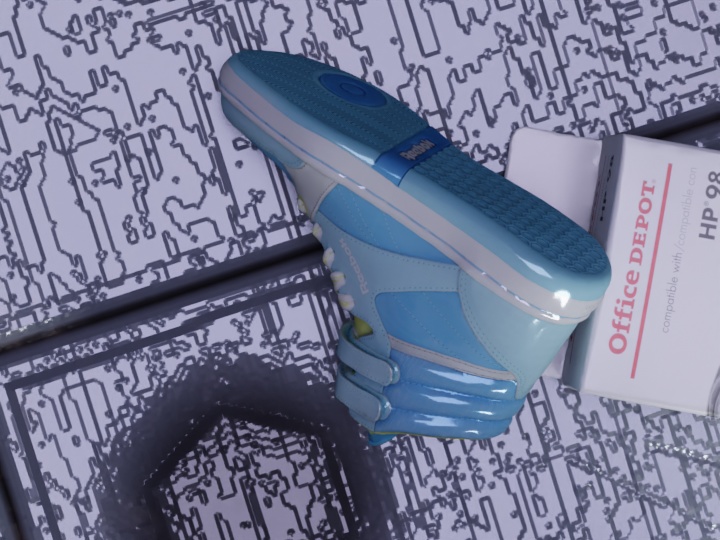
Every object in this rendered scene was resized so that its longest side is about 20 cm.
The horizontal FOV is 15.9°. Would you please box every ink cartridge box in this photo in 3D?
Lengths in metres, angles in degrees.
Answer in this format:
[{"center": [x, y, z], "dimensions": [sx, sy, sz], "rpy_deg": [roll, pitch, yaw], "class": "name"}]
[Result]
[{"center": [0.158, 0.007, 1.137], "dimensions": [0.198, 0.067, 0.117], "rpy_deg": [10, 91, -4], "class": "ink cartridge box"}]

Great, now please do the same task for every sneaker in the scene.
[{"center": [0.000, 0.000, 1.125], "dimensions": [0.199, 0.079, 0.131], "rpy_deg": [36, 118, 20], "class": "sneaker"}]
